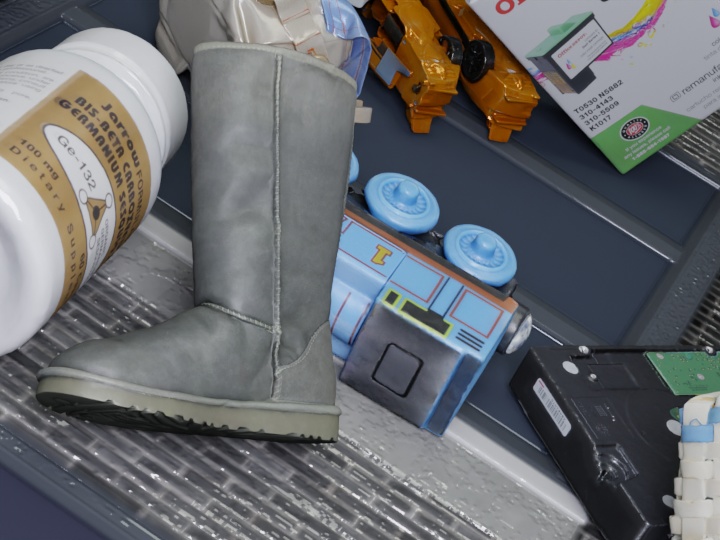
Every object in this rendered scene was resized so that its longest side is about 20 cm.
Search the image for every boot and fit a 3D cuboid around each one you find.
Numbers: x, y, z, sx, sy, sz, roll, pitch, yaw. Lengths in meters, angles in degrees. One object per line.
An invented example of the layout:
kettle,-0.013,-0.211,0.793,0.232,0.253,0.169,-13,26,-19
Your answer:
boot,-0.075,-0.019,0.878,0.181,0.072,0.201,10,79,-41

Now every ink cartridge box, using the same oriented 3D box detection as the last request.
ink cartridge box,0.180,-0.188,1.243,0.200,0.145,0.084,42,24,-33

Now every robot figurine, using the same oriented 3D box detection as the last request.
robot figurine,0.044,-0.179,1.282,0.144,0.058,0.200,4,40,-32

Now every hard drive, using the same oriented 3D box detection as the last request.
hard drive,0.199,0.103,1.028,0.199,0.038,0.140,0,42,-34

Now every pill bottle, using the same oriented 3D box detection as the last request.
pill bottle,-0.167,-0.049,0.904,0.114,0.115,0.200,29,33,3

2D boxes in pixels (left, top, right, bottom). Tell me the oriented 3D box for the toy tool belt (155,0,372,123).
toy tool belt,-0.041,-0.144,1.115,0.122,0.125,0.200,-5,42,-30

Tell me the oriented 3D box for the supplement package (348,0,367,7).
supplement package,0.004,-0.297,1.260,0.117,0.117,0.200,26,40,12

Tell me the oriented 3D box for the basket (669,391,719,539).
basket,0.246,0.153,0.896,0.176,0.139,0.201,-3,81,-40

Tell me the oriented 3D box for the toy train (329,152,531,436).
toy train,0.000,0.000,0.987,0.199,0.087,0.114,31,39,5
